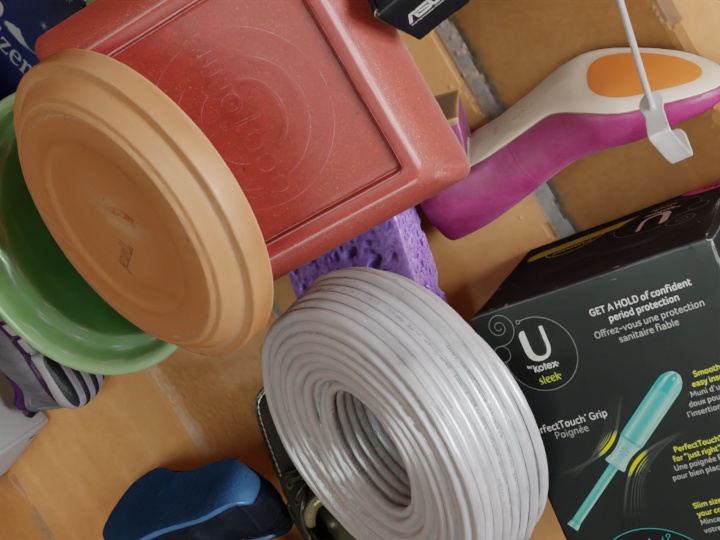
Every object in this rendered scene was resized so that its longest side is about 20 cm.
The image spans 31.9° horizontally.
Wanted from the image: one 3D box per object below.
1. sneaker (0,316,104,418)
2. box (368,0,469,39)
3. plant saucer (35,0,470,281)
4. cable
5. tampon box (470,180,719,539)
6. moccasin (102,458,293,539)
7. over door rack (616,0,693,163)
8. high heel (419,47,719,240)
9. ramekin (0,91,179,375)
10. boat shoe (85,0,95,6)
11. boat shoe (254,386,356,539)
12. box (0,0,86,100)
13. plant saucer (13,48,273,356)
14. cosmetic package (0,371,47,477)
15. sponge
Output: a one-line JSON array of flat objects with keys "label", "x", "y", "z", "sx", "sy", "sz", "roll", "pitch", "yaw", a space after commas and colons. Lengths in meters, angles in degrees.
[{"label": "sneaker", "x": -0.279, "y": 0.024, "z": 0.960, "sx": 0.087, "sy": 0.074, "sz": 0.202, "roll": -20, "pitch": 101, "yaw": 33}, {"label": "box", "x": 0.068, "y": -0.248, "z": 0.674, "sx": 0.199, "sy": 0.049, "sz": 0.163, "roll": -34, "pitch": 60, "yaw": 31}, {"label": "plant saucer", "x": -0.067, "y": -0.091, "z": 0.735, "sx": 0.198, "sy": 0.037, "sz": 0.201, "roll": -27, "pitch": 106, "yaw": 18}, {"label": "cable", "x": 0.022, "y": 0.093, "z": 0.755, "sx": 0.201, "sy": 0.069, "sz": 0.200, "roll": 51, "pitch": 151, "yaw": 14}, {"label": "tampon box", "x": 0.183, "y": 0.073, "z": 0.740, "sx": 0.149, "sy": 0.126, "sz": 0.202, "roll": -20, "pitch": 100, "yaw": 29}, {"label": "moccasin", "x": -0.125, "y": 0.192, "z": 0.935, "sx": 0.068, "sy": 0.081, "sz": 0.199, "roll": 38, "pitch": 150, "yaw": -25}, {"label": "over door rack", "x": 0.183, "y": -0.180, "z": 0.646, "sx": 0.147, "sy": 0.066, "sz": 0.202, "roll": -25, "pitch": 75, "yaw": 30}, {"label": "high heel", "x": 0.124, "y": -0.070, "z": 0.759, "sx": 0.198, "sy": 0.068, "sz": 0.097, "roll": -12, "pitch": 129, "yaw": 16}, {"label": "ramekin", "x": -0.168, "y": -0.039, "z": 0.870, "sx": 0.198, "sy": 0.098, "sz": 0.203, "roll": 8, "pitch": 112, "yaw": 21}, {"label": "boat shoe", "x": -0.079, "y": -0.123, "z": 0.796, "sx": 0.200, "sy": 0.075, "sz": 0.076, "roll": 17, "pitch": 98, "yaw": 5}, {"label": "boat shoe", "x": -0.014, "y": 0.156, "z": 0.865, "sx": 0.071, "sy": 0.066, "sz": 0.202, "roll": -35, "pitch": 73, "yaw": 10}, {"label": "box", "x": -0.241, "y": -0.187, "z": 0.860, "sx": 0.121, "sy": 0.032, "sz": 0.200, "roll": 46, "pitch": 133, "yaw": 2}, {"label": "plant saucer", "x": -0.133, "y": -0.031, "z": 0.732, "sx": 0.199, "sy": 0.032, "sz": 0.202, "roll": 32, "pitch": 144, "yaw": 26}, {"label": "cosmetic package", "x": -0.361, "y": 0.091, "z": 1.021, "sx": 0.200, "sy": 0.074, "sz": 0.102, "roll": 46, "pitch": 121, "yaw": 3}, {"label": "sponge", "x": 0.000, "y": 0.000, "z": 0.835, "sx": 0.111, "sy": 0.030, "sz": 0.202, "roll": -6, "pitch": 107, "yaw": 42}]
